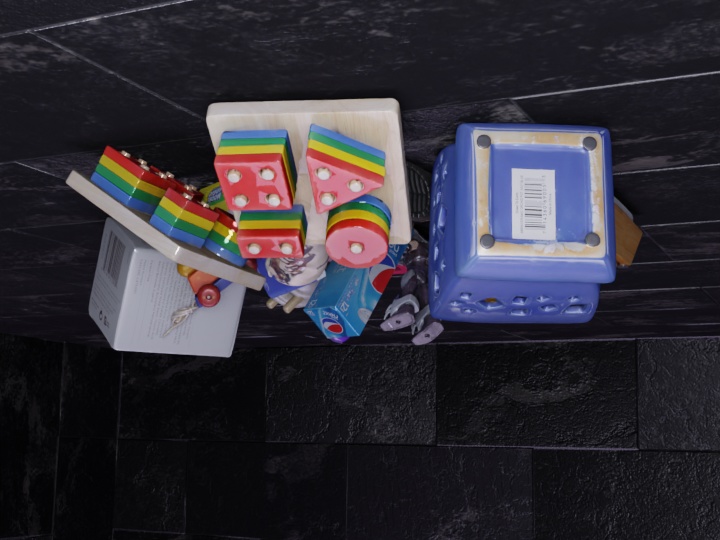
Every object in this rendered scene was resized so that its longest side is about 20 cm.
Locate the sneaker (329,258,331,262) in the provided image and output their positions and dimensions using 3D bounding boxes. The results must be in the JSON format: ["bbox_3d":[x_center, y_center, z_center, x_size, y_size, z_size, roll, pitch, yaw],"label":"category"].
[{"bbox_3d":[-0.050,-0.055,1.603,0.103,0.076,0.200,2,174,-17],"label":"sneaker"}]

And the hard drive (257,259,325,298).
[{"bbox_3d":[-0.123,-0.033,1.584,0.025,0.133,0.200,-28,-177,-24],"label":"hard drive"}]

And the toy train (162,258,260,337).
[{"bbox_3d":[-0.250,-0.002,1.574,0.199,0.116,0.085,-38,-163,4],"label":"toy train"}]

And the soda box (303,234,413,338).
[{"bbox_3d":[0.000,0.000,1.534,0.067,0.201,0.064,-8,133,43],"label":"soda box"}]

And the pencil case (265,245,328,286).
[{"bbox_3d":[-0.076,-0.063,1.295,0.088,0.079,0.201,0,142,-6],"label":"pencil case"}]

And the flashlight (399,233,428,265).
[{"bbox_3d":[0.116,-0.019,1.787,0.067,0.069,0.200,20,-177,24],"label":"flashlight"}]

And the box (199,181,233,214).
[{"bbox_3d":[-0.148,-0.076,1.445,0.117,0.049,0.199,35,156,-26],"label":"box"}]

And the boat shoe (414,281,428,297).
[{"bbox_3d":[0.176,0.016,1.764,0.199,0.063,0.074,-28,-174,-25],"label":"boat shoe"}]

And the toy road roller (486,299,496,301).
[{"bbox_3d":[0.181,-0.007,1.627,0.121,0.148,0.200,-2,170,21],"label":"toy road roller"}]

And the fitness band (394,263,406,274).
[{"bbox_3d":[0.011,-0.025,1.897,0.142,0.038,0.200,0,170,22],"label":"fitness band"}]

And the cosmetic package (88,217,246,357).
[{"bbox_3d":[-0.303,0.027,1.693,0.198,0.167,0.165,7,-165,-30],"label":"cosmetic package"}]

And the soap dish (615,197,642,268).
[{"bbox_3d":[0.308,-0.053,1.533,0.155,0.082,0.200,-3,169,26],"label":"soap dish"}]

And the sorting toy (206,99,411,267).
[{"bbox_3d":[-0.051,-0.081,1.137,0.196,0.070,0.201,0,140,8],"label":"sorting toy"}]

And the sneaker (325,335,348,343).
[{"bbox_3d":[-0.005,0.012,1.661,0.069,0.202,0.099,27,154,-21],"label":"sneaker"}]

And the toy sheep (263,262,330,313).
[{"bbox_3d":[-0.104,0.001,1.756,0.136,0.140,0.199,6,-176,-26],"label":"toy sheep"}]

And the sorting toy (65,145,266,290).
[{"bbox_3d":[-0.224,-0.069,1.322,0.199,0.070,0.198,33,-176,27],"label":"sorting toy"}]

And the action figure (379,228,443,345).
[{"bbox_3d":[0.082,0.017,1.613,0.130,0.201,0.069,37,126,-23],"label":"action figure"}]

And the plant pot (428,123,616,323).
[{"bbox_3d":[0.182,-0.056,1.196,0.197,0.203,0.180,2,165,-2],"label":"plant pot"}]

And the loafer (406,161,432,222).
[{"bbox_3d":[0.064,-0.090,1.359,0.198,0.074,0.071,9,166,-41],"label":"loafer"}]
